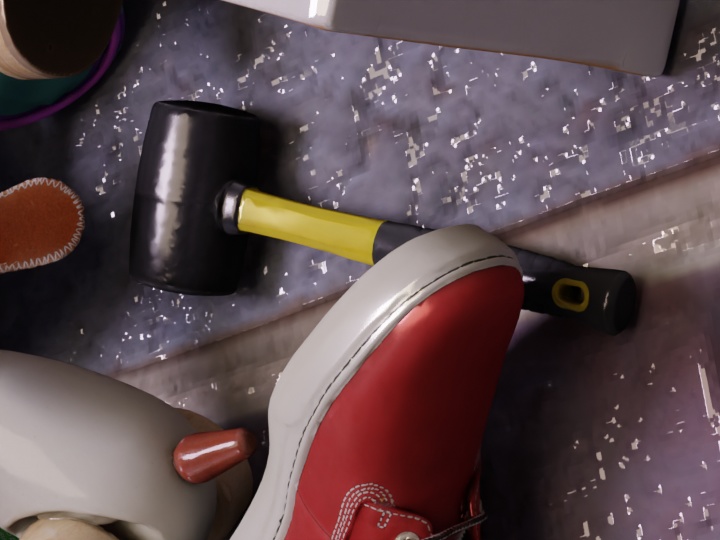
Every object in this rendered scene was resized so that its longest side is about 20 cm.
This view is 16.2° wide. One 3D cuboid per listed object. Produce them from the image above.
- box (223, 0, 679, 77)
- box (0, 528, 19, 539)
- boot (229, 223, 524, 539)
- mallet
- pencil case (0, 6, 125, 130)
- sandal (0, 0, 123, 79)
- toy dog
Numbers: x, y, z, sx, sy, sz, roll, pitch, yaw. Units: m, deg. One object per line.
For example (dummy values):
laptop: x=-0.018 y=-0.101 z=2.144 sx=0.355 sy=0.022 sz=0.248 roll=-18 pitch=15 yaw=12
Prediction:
box: x=-0.018 y=-0.133 z=0.755 sx=0.200 sy=0.152 sz=0.107 roll=20 pitch=102 yaw=43
box: x=-0.208 y=0.182 z=0.902 sx=0.097 sy=0.176 sz=0.200 roll=50 pitch=121 yaw=32
boot: x=0.028 y=0.097 z=0.747 sx=0.144 sy=0.072 sz=0.201 roll=50 pitch=136 yaw=32
mallet: x=0.000 y=0.000 z=0.814 sx=0.199 sy=0.041 sz=0.066 roll=24 pitch=104 yaw=37
pencil case: x=-0.161 y=-0.150 z=0.933 sx=0.092 sy=0.085 sz=0.201 roll=-28 pitch=66 yaw=3
sandal: x=-0.106 y=-0.167 z=0.868 sx=0.069 sy=0.077 sz=0.213 roll=2 pitch=73 yaw=43
toy dog: x=-0.108 y=0.034 z=0.807 sx=0.096 sy=0.200 sz=0.132 roll=-41 pitch=29 yaw=39
